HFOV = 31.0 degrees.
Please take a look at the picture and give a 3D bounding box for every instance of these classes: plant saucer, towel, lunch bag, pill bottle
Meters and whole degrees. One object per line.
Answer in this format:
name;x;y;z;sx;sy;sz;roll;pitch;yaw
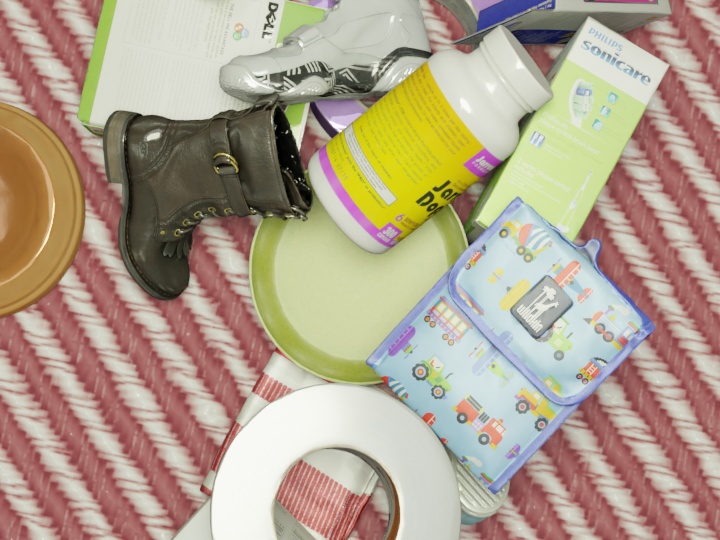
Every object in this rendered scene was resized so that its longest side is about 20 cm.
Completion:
plant saucer;-0.350;-0.056;1.174;0.197;0.037;0.203;0;87;-2
towel;-0.038;0.146;1.181;0.143;0.023;0.202;30;86;1
lunch bag;0.129;0.050;1.053;0.151;0.094;0.200;44;108;8
plant saucer;0.000;0.000;1.161;0.197;0.031;0.203;0;88;5
pill bottle;0.059;-0.110;1.072;0.199;0.104;0.105;-38;88;18

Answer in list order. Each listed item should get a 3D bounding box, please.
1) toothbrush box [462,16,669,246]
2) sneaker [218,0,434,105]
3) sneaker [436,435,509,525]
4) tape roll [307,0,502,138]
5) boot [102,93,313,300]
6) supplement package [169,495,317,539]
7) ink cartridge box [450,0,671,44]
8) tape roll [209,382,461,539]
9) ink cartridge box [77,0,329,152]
toothbrush box;0.174;-0.101;1.145;0.085;0.146;0.201;30;86;0
sneaker;-0.029;-0.203;1.096;0.197;0.075;0.117;-7;92;-23
sneaker;0.097;0.130;1.168;0.073;0.082;0.202;15;62;-9
tape roll;0.043;-0.196;1.186;0.197;0.066;0.203;0;86;-3
boot;-0.122;-0.055;1.103;0.172;0.069;0.202;4;126;20
supplement package;-0.091;0.300;1.116;0.200;0.111;0.156;44;93;2
ink cartridge box;0.174;-0.223;1.128;0.198;0.094;0.038;-12;89;-42
tape roll;-0.022;0.193;1.036;0.197;0.066;0.203;1;82;-7
ink cartridge box;-0.137;-0.177;1.166;0.197;0.076;0.150;13;86;1
